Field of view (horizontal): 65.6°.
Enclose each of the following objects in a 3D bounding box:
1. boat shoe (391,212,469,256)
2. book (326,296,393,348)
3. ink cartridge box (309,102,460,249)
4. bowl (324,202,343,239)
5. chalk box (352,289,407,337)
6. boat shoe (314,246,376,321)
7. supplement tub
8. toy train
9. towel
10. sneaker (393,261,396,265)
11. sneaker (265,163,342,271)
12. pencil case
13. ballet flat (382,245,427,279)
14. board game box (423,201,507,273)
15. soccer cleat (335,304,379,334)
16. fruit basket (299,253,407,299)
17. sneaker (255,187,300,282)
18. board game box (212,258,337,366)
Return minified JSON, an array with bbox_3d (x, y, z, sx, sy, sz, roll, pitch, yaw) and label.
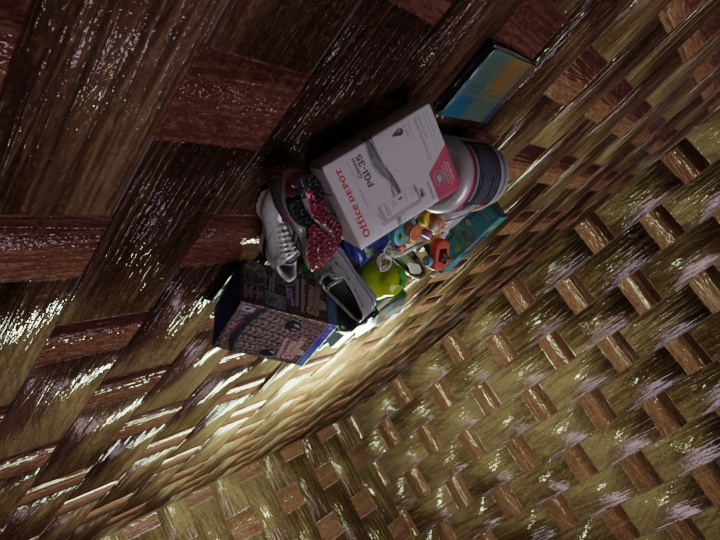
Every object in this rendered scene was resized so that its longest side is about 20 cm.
[{"bbox_3d":[0.153,-0.088,1.197,0.196,0.071,0.071,-25,116,-15],"label":"boat shoe"},{"bbox_3d":[-0.031,0.073,1.360,0.200,0.135,0.048,-43,159,24],"label":"book"},{"bbox_3d":[0.039,-0.149,0.880,0.197,0.149,0.083,-32,-158,-10],"label":"ink cartridge box"},{"bbox_3d":[-0.013,-0.114,0.988,0.197,0.095,0.202,-30,162,-11],"label":"bowl"},{"bbox_3d":[0.004,0.082,1.461,0.196,0.126,0.125,-28,162,-16],"label":"chalk box"},{"bbox_3d":[-0.047,0.010,1.058,0.074,0.199,0.067,-44,-175,34],"label":"boat shoe"},{"bbox_3d":[0.196,-0.187,1.094,0.197,0.142,0.140,-10,151,-50],"label":"supplement tub"},{"bbox_3d":[0.125,-0.051,1.107,0.196,0.055,0.155,-4,108,-40],"label":"toy train"},{"bbox_3d":[0.225,-0.327,0.992,0.198,0.022,0.147,-14,153,-52],"label":"towel"},{"bbox_3d":[0.092,-0.053,1.336,0.073,0.085,0.201,-18,155,-38],"label":"sneaker"},{"bbox_3d":[-0.083,-0.082,0.856,0.080,0.074,0.203,-43,144,-23],"label":"sneaker"},{"bbox_3d":[0.040,-0.092,1.115,0.199,0.086,0.079,-39,136,-23],"label":"pencil case"},{"bbox_3d":[0.090,-0.044,1.247,0.069,0.070,0.199,-37,130,13],"label":"ballet flat"},{"bbox_3d":[0.218,-0.117,1.290,0.046,0.153,0.200,-10,151,-50],"label":"board game box"},{"bbox_3d":[-0.011,0.093,1.200,0.080,0.069,0.200,-28,171,11],"label":"soccer cleat"},{"bbox_3d":[0.000,0.000,1.188,0.210,0.160,0.216,-20,170,-4],"label":"fruit basket"},{"bbox_3d":[-0.126,-0.065,0.930,0.075,0.082,0.202,-21,152,-18],"label":"sneaker"},{"bbox_3d":[-0.166,0.087,1.078,0.195,0.099,0.160,16,136,-26],"label":"board game box"}]
